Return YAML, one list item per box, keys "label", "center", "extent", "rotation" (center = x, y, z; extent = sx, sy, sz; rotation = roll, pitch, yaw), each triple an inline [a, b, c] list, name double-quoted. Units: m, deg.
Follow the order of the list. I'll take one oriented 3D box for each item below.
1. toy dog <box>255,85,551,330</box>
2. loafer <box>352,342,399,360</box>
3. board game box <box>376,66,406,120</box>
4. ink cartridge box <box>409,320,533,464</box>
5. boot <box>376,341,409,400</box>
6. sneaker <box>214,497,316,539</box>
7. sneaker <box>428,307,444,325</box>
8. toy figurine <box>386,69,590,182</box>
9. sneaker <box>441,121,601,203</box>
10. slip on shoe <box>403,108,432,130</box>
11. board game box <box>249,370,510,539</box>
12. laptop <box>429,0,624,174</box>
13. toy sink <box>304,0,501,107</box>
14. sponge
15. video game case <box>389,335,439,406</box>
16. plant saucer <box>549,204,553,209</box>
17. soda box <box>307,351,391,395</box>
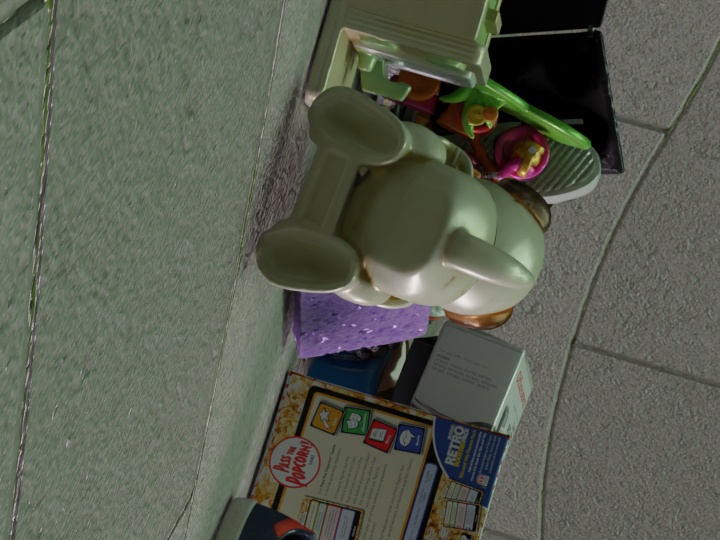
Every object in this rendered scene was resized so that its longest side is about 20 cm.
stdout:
- label: "toy dog"
  center: [0.058, -0.031, 1.280]
  extent: [0.200, 0.194, 0.140]
  rotation: [18, 84, -60]
- label: "loafer"
  center: [0.000, 0.000, 1.691]
  extent: [0.201, 0.068, 0.070]
  rotation: [86, -19, -49]
- label: "board game box"
  center: [0.038, -0.197, 1.654]
  extent: [0.105, 0.023, 0.200]
  rotation: [-66, 170, -50]
- label: "ink cartridge box"
  center: [0.084, 0.163, 1.695]
  extent: [0.146, 0.085, 0.200]
  rotation: [64, 46, -71]
- label: "boot"
  center: [0.012, 0.125, 1.870]
  extent: [0.188, 0.068, 0.200]
  rotation: [-54, -176, -14]
- label: "sneaker"
  center: [-0.088, 0.267, 1.422]
  extent: [0.075, 0.084, 0.200]
  rotation: [99, 10, -53]
- label: "sneaker"
  center: [0.036, -0.023, 1.797]
  extent: [0.082, 0.077, 0.200]
  rotation: [-52, -146, 45]
- label: "toy figurine"
  center: [0.059, -0.072, 1.516]
  extent: [0.184, 0.200, 0.150]
  rotation: [-62, 180, 2]
- label: "sneaker"
  center: [0.112, -0.079, 1.598]
  extent: [0.082, 0.200, 0.074]
  rotation: [53, 42, -63]
- label: "slip on shoe"
  center: [0.049, -0.099, 1.745]
  extent: [0.074, 0.061, 0.200]
  rotation: [-40, -167, 27]
- label: "board game box"
  center: [0.012, 0.187, 1.589]
  extent: [0.046, 0.200, 0.152]
  rotation: [84, 23, -76]
- label: "laptop"
  center: [0.150, -0.192, 1.613]
  extent: [0.103, 0.177, 0.200]
  rotation: [-40, 123, -51]
- label: "toy sink"
  center: [0.047, -0.193, 1.302]
  extent: [0.130, 0.112, 0.200]
  rotation: [15, 92, -84]
- label: "sponge"
  center: [0.003, 0.007, 1.458]
  extent: [0.200, 0.112, 0.030]
  rotation: [95, -17, -62]
- label: "video game case"
  center: [0.050, 0.159, 1.779]
  extent: [0.200, 0.025, 0.181]
  rotation: [-70, 165, 5]
- label: "plant saucer"
  center: [0.125, -0.085, 1.696]
  extent: [0.200, 0.034, 0.200]
  rotation: [-42, -154, 26]
- label: "soda box"
  center: [0.000, 0.065, 1.815]
  extent: [0.068, 0.064, 0.200]
  rotation: [101, 8, -45]
